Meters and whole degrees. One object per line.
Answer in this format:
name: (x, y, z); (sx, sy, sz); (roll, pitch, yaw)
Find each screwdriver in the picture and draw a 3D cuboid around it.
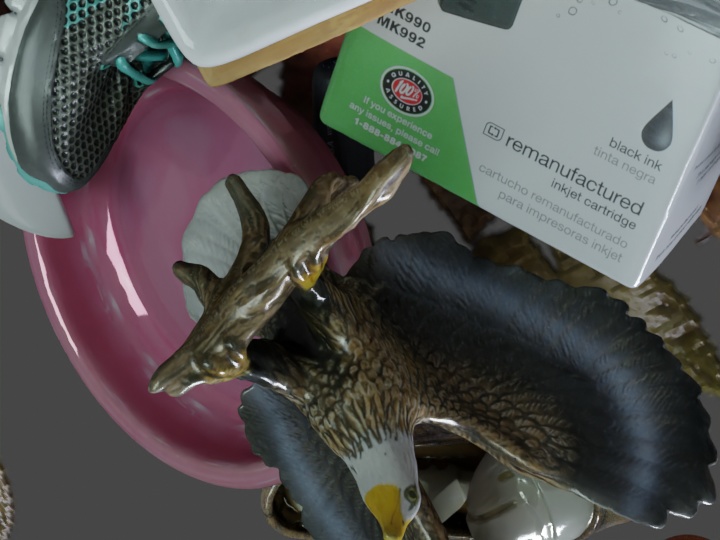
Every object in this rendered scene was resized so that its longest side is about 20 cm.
screwdriver: (0.000, 0.000, 0.997); (0.029, 0.028, 0.201); (-7, 120, 2)

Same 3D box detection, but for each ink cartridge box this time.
ink cartridge box: (0.086, -0.119, 0.842); (0.146, 0.084, 0.200); (28, 124, 14)

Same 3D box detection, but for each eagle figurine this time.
eagle figurine: (0.016, 0.056, 0.867); (0.151, 0.151, 0.200); (-8, 145, 45)

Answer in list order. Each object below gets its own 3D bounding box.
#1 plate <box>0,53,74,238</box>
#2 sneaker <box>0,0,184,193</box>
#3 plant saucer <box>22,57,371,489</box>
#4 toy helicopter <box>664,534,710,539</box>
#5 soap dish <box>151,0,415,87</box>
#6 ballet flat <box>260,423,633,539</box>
plate: (-0.213, -0.114, 0.963); (0.200, 0.032, 0.200); (39, 160, 29)
sneaker: (-0.073, -0.116, 0.890); (0.091, 0.078, 0.201); (28, 96, 28)
plant saucer: (-0.064, -0.006, 0.987); (0.200, 0.051, 0.201); (22, 125, 36)
toy helicopter: (0.202, 0.144, 0.920); (0.200, 0.079, 0.132); (-35, 88, 25)
soap dish: (-0.028, -0.181, 0.776); (0.157, 0.081, 0.200); (-20, 100, 35)
ballet flat: (0.045, 0.096, 0.983); (0.199, 0.067, 0.068); (-5, 118, 29)
